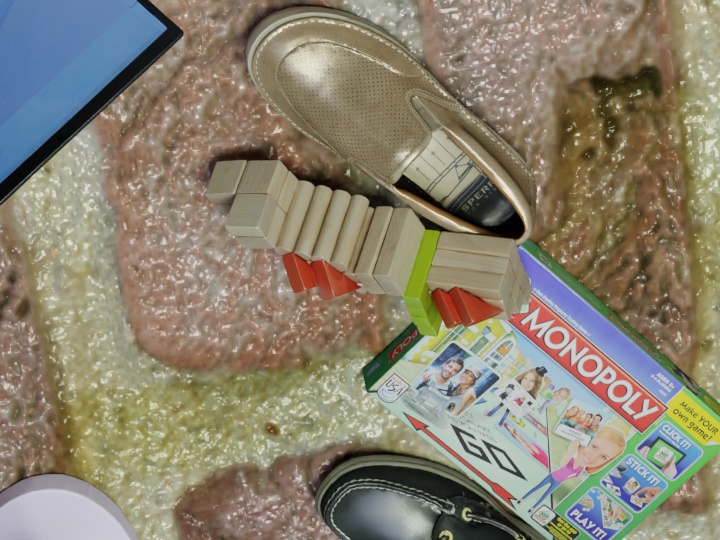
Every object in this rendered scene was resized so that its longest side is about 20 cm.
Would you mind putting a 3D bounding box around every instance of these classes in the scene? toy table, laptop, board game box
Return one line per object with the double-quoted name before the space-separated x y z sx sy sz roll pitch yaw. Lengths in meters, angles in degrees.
"toy table" -0.192 0.243 1.620 0.182 0.117 0.201 -10 119 -1
"laptop" -0.231 -0.148 1.388 0.177 0.103 0.200 -43 115 -10
"board game box" 0.118 0.081 1.618 0.200 0.029 0.135 39 108 -22

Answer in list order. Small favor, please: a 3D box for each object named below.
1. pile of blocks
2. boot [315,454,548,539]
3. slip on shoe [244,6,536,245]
"pile of blocks" 0.000 0.000 1.523 0.199 0.062 0.082 19 154 0
"boot" 0.070 0.200 1.603 0.203 0.154 0.074 28 111 -19
"slip on shoe" 0.021 -0.078 1.506 0.200 0.061 0.076 38 108 -22
